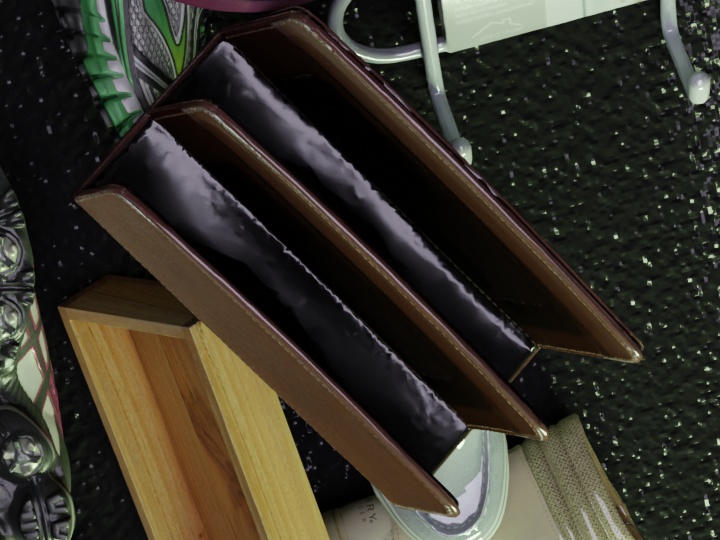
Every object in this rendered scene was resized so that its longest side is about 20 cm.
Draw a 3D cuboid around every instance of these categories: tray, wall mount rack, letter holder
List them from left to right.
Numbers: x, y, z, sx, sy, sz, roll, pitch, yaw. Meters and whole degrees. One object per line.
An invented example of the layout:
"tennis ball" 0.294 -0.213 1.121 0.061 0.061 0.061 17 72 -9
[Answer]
"tray" -0.064 0.100 1.194 0.037 0.098 0.201 -34 116 -35
"letter holder" 0.000 0.000 1.053 0.200 0.142 0.101 44 78 -13
"wall mount rack" 0.085 -0.124 1.113 0.199 0.075 0.174 -15 146 -2

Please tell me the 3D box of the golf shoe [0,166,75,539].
"golf shoe" -0.175 0.033 1.165 0.077 0.088 0.201 -8 102 0

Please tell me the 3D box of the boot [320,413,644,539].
"boot" 0.077 0.181 1.257 0.155 0.073 0.201 -23 102 1

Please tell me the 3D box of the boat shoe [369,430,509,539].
"boat shoe" 0.022 0.036 1.174 0.070 0.072 0.202 -13 97 1

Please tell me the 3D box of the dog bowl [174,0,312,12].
"dog bowl" -0.051 -0.192 1.048 0.199 0.201 0.074 12 147 -12

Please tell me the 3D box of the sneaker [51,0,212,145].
"sneaker" -0.087 -0.111 1.123 0.085 0.078 0.201 -22 113 -3
